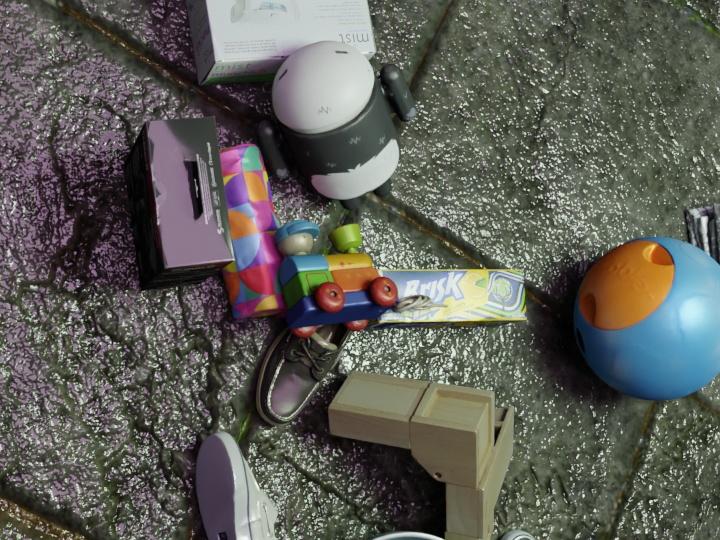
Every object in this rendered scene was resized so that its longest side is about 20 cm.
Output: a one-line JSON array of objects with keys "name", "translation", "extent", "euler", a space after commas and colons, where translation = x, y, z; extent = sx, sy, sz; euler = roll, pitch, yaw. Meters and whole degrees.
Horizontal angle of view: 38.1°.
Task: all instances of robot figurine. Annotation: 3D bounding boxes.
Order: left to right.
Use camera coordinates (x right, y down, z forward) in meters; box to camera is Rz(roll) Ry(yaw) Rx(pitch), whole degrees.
[{"name": "robot figurine", "translation": [-0.025, -0.164, 1.183], "extent": [0.151, 0.124, 0.201], "euler": [-53, 142, -24]}]

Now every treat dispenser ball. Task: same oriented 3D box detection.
[{"name": "treat dispenser ball", "translation": [0.365, 0.060, 1.294], "extent": [0.199, 0.201, 0.203], "euler": [3, 81, -21]}]

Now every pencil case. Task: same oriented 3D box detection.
[{"name": "pencil case", "translation": [-0.128, -0.040, 1.182], "extent": [0.088, 0.088, 0.202], "euler": [-13, 89, -22]}]

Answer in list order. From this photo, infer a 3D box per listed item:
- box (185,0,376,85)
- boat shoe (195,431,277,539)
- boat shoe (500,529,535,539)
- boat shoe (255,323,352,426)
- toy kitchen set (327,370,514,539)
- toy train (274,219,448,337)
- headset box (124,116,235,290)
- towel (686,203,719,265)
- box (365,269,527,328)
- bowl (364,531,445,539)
[{"name": "box", "translation": [-0.098, -0.320, 1.223], "extent": [0.198, 0.097, 0.178], "euler": [-9, 86, -22]}, {"name": "boat shoe", "translation": [-0.126, 0.274, 1.149], "extent": [0.069, 0.071, 0.202], "euler": [-7, 80, -49]}, {"name": "boat shoe", "translation": [0.214, 0.415, 1.253], "extent": [0.073, 0.068, 0.202], "euler": [-4, 83, -22]}, {"name": "boat shoe", "translation": [-0.056, 0.084, 1.197], "extent": [0.073, 0.065, 0.201], "euler": [30, 72, -14]}, {"name": "toy kitchen set", "translation": [0.080, 0.213, 1.241], "extent": [0.163, 0.179, 0.202], "euler": [-52, 144, -56]}, {"name": "toy train", "translation": [0.000, 0.000, 1.166], "extent": [0.198, 0.085, 0.117], "euler": [-5, 68, -34]}, {"name": "headset box", "translation": [-0.192, -0.067, 1.094], "extent": [0.076, 0.200, 0.151], "euler": [-7, 84, -21]}, {"name": "towel", "translation": [0.552, -0.002, 1.439], "extent": [0.164, 0.085, 0.202], "euler": [-3, 83, -23]}, {"name": "box", "translation": [0.098, 0.035, 1.263], "extent": [0.198, 0.070, 0.065], "euler": [-1, 80, -22]}, {"name": "bowl", "translation": [0.039, 0.374, 1.157], "extent": [0.198, 0.105, 0.203], "euler": [-1, 94, -9]}]
